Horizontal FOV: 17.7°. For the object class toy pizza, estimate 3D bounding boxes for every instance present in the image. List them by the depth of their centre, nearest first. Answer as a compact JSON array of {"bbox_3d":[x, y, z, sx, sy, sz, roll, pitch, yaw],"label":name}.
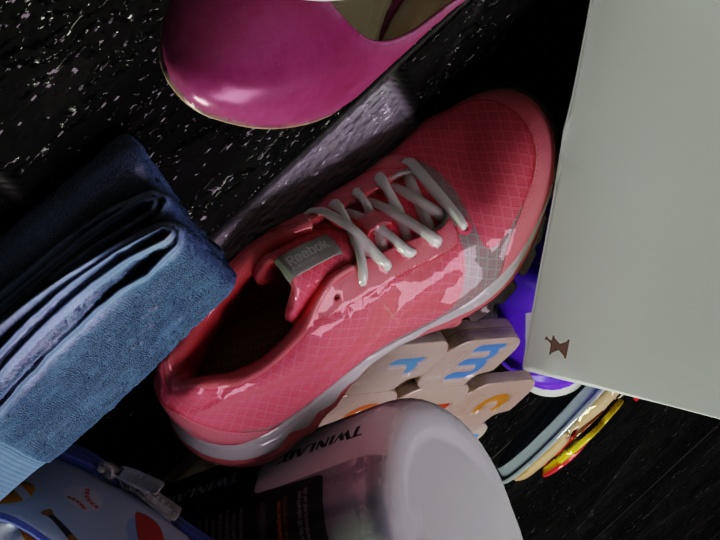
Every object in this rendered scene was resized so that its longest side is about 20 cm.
[{"bbox_3d":[0.151,0.050,1.303,0.200,0.032,0.200,-49,179,-2],"label":"toy pizza"}]

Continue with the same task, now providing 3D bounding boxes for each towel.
[{"bbox_3d":[-0.129,0.047,0.788,0.200,0.049,0.112,-42,162,-2],"label":"towel"}]

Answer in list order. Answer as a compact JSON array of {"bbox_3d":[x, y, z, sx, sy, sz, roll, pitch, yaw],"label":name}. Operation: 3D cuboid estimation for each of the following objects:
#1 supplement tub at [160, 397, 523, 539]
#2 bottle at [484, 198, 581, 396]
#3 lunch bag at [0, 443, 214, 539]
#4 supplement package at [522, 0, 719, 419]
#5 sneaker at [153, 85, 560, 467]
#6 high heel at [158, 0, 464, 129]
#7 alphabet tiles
[{"bbox_3d":[-0.038,0.140,0.984,0.199,0.123,0.122,-22,171,26],"label":"supplement tub"},{"bbox_3d":[0.095,0.010,1.137,0.083,0.065,0.200,-35,161,-8],"label":"bottle"},{"bbox_3d":[-0.122,0.163,0.907,0.200,0.160,0.076,-55,-178,30],"label":"lunch bag"},{"bbox_3d":[0.187,-0.040,0.970,0.200,0.147,0.192,-6,108,-62],"label":"supplement package"},{"bbox_3d":[0.000,0.000,0.911,0.200,0.074,0.087,-42,160,-1],"label":"sneaker"},{"bbox_3d":[0.023,-0.106,0.698,0.200,0.068,0.096,-30,178,-45],"label":"high heel"},{"bbox_3d":[-0.015,0.084,1.094,0.195,0.015,0.200,-2,146,-44],"label":"alphabet tiles"}]
